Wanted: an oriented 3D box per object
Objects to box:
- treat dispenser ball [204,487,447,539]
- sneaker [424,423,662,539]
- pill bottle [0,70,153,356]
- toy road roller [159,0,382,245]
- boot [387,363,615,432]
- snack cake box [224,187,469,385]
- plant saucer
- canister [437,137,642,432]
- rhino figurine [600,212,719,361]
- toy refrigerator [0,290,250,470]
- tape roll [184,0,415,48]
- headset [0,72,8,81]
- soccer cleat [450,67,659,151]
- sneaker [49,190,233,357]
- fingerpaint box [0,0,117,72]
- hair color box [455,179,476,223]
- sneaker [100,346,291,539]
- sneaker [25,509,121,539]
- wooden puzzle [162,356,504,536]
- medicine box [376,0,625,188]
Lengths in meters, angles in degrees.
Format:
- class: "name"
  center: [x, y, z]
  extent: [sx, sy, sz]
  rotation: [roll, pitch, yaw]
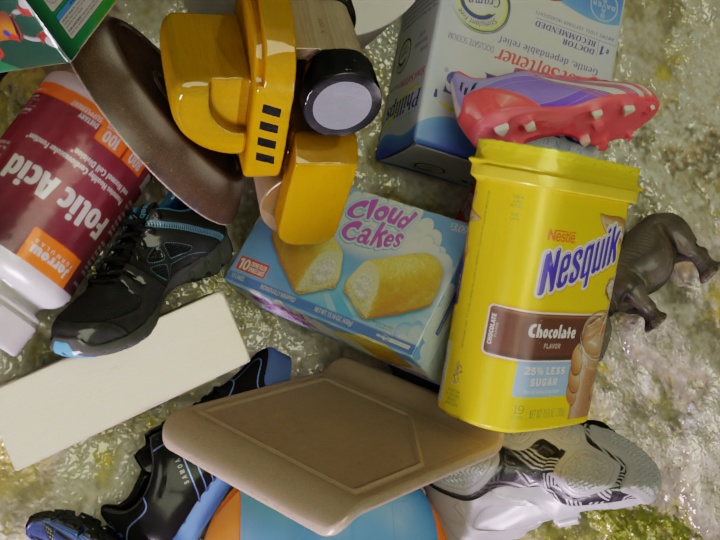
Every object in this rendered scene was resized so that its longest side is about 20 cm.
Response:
- class: "treat dispenser ball"
  center: [-0.028, 0.237, 0.829]
  extent: [0.198, 0.201, 0.204]
  rotation: [2, 85, -19]
- class: "sneaker"
  center: [0.144, 0.189, 0.875]
  extent: [0.197, 0.076, 0.116]
  rotation: [3, 125, 7]
- class: "pill bottle"
  center: [-0.251, -0.043, 0.821]
  extent: [0.114, 0.114, 0.201]
  rotation: [35, 76, -13]
- class: "toy road roller"
  center: [-0.076, -0.121, 0.786]
  extent: [0.144, 0.201, 0.124]
  rotation: [-2, 51, -16]
- class: "boot"
  center: [0.124, 0.107, 0.909]
  extent: [0.163, 0.066, 0.202]
  rotation: [-22, 114, 3]
- class: "snack cake box"
  center: [0.000, 0.000, 0.865]
  extent: [0.116, 0.198, 0.067]
  rotation: [-63, 145, -12]
- class: "plant saucer"
  center: [-0.152, -0.124, 0.822]
  extent: [0.032, 0.200, 0.201]
  rotation: [-36, 98, 9]
- class: "canister"
  center: [0.134, 0.012, 0.797]
  extent: [0.147, 0.086, 0.203]
  rotation: [2, 100, -48]
- class: "rhino figurine"
  center: [0.259, 0.019, 1.019]
  extent: [0.199, 0.060, 0.088]
  rotation: [-38, 78, -17]
- class: "toy refrigerator"
  center: [-0.194, 0.088, 0.851]
  extent: [0.198, 0.076, 0.071]
  rotation: [-25, 94, -20]
- class: "tape roll"
  center: [-0.049, -0.278, 0.898]
  extent: [0.200, 0.139, 0.206]
  rotation: [2, 85, -19]
- class: "headset"
  center: [-0.371, -0.187, 0.828]
  extent: [0.198, 0.094, 0.125]
  rotation: [-11, 88, -35]
- class: "soccer cleat"
  center: [0.168, -0.144, 0.895]
  extent: [0.198, 0.067, 0.077]
  rotation: [-11, 62, -25]
- class: "sneaker"
  center: [-0.177, -0.006, 0.826]
  extent: [0.200, 0.072, 0.083]
  rotation: [-50, 139, -49]
- class: "fingerpaint box"
  center: [-0.240, -0.238, 0.781]
  extent: [0.074, 0.165, 0.201]
  rotation: [57, 46, -39]
- class: "hair color box"
  center: [0.123, 0.008, 0.923]
  extent: [0.110, 0.064, 0.202]
  rotation: [18, 112, -16]
- class: "sneaker"
  center: [-0.133, 0.139, 0.870]
  extent: [0.078, 0.070, 0.201]
  rotation: [36, 73, -14]
- class: "sneaker"
  center: [-0.195, 0.269, 0.839]
  extent: [0.078, 0.075, 0.200]
  rotation: [-45, 98, -13]
- class: "wooden puzzle"
  center: [-0.018, 0.128, 0.787]
  extent: [0.199, 0.184, 0.038]
  rotation: [-16, 116, -47]
- class: "medicine box"
  center: [0.129, -0.179, 0.970]
  extent: [0.180, 0.103, 0.203]
  rotation: [14, 81, -17]
